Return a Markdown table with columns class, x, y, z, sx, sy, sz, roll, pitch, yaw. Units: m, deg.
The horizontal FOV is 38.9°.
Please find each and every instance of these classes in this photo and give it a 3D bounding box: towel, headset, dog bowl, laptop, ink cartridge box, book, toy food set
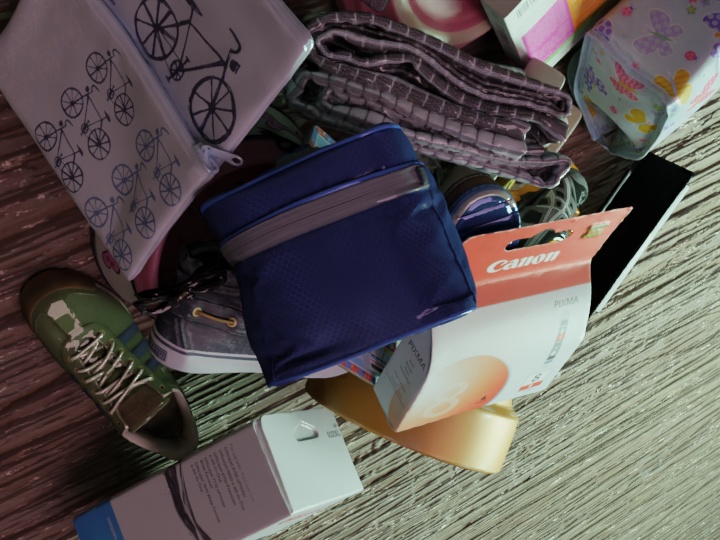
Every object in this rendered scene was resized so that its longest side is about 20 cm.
| class | x | y | z | sx | sy | sz | roll | pitch | yaw |
| --- | --- | --- | --- | --- | --- | --- | --- | --- | --- |
| towel | 0.046 | -0.127 | 0.734 | 0.199 | 0.166 | 0.086 | 15 | 98 | -9 |
| headset | -0.141 | -0.076 | 0.669 | 0.094 | 0.123 | 0.201 | -25 | 98 | -18 |
| dog bowl | -0.105 | -0.032 | 0.807 | 0.199 | 0.074 | 0.201 | -22 | 133 | -26 |
| laptop | 0.310 | -0.024 | 1.132 | 0.200 | 0.116 | 0.188 | 23 | 106 | -47 |
| ink cartridge box | 0.115 | 0.041 | 0.784 | 0.161 | 0.050 | 0.200 | -11 | 150 | -29 |
| ink cartridge box | -0.119 | 0.201 | 0.882 | 0.199 | 0.084 | 0.145 | -30 | 165 | 19 |
| book | 0.165 | -0.233 | 0.835 | 0.134 | 0.048 | 0.200 | -49 | 166 | 6 |
| toy food set | 0.147 | -0.103 | 0.928 | 0.144 | 0.060 | 0.200 | -55 | 165 | 9 |

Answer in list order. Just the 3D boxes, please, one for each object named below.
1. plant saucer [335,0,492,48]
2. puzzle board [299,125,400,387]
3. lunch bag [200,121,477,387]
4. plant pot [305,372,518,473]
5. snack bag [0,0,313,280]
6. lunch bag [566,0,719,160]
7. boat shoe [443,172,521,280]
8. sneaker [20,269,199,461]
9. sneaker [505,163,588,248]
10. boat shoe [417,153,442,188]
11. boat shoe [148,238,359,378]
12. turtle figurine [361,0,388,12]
| class | x | y | z | sx | sy | sz | roll | pitch | yaw |
| --- | --- | --- | --- | --- | --- | --- | --- | --- | --- |
| plant saucer | 0.071 | -0.255 | 0.799 | 0.200 | 0.051 | 0.201 | -22 | 132 | -26 |
| puzzle board | 0.000 | 0.000 | 0.805 | 0.200 | 0.017 | 0.151 | 36 | 62 | -48 |
| lunch bag | -0.012 | -0.016 | 0.640 | 0.135 | 0.133 | 0.200 | -21 | 179 | 1 |
| plant pot | 0.073 | 0.065 | 0.960 | 0.200 | 0.200 | 0.184 | 22 | 91 | -47 |
| snack bag | -0.130 | -0.126 | 0.587 | 0.200 | 0.189 | 0.021 | -44 | 163 | 31 |
| lunch bag | 0.289 | -0.207 | 0.964 | 0.170 | 0.127 | 0.200 | -43 | 166 | -3 |
| boat shoe | 0.066 | -0.019 | 0.778 | 0.072 | 0.073 | 0.200 | -14 | 152 | -14 |
| sneaker | -0.187 | 0.084 | 0.814 | 0.067 | 0.090 | 0.200 | -38 | 138 | -8 |
| sneaker | 0.156 | -0.037 | 0.903 | 0.200 | 0.077 | 0.078 | -30 | 164 | -49 |
| boat shoe | 0.044 | -0.086 | 0.895 | 0.073 | 0.067 | 0.201 | 17 | 110 | -46 |
| boat shoe | -0.060 | 0.028 | 0.783 | 0.199 | 0.071 | 0.091 | 1 | 121 | -40 |
| turtle figurine | -0.064 | -0.235 | 0.653 | 0.199 | 0.150 | 0.101 | 25 | 130 | -8 |
